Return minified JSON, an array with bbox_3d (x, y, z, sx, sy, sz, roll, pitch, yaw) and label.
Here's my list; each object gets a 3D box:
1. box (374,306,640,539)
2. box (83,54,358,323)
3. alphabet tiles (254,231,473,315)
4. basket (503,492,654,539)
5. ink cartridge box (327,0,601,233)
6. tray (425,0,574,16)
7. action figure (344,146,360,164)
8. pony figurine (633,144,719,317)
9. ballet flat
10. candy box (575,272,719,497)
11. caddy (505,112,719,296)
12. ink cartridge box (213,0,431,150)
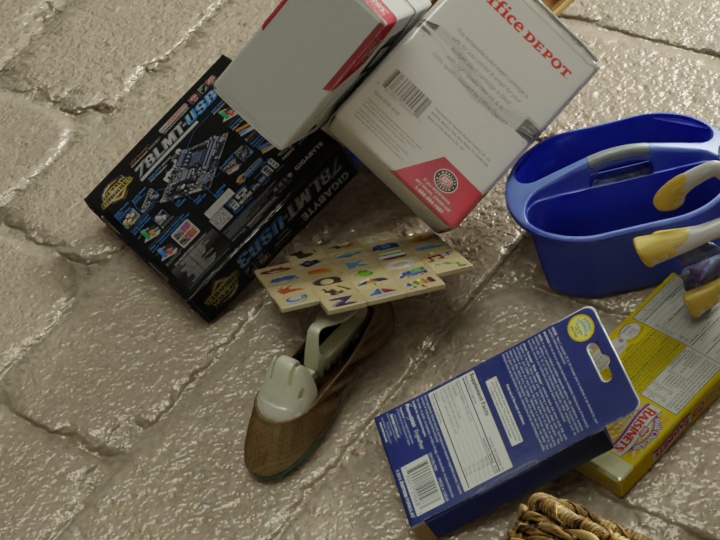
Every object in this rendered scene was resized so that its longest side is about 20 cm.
[{"bbox_3d":[0.116,0.119,1.329,0.199,0.032,0.122,-29,43,9],"label":"box"},{"bbox_3d":[-0.133,-0.080,1.581,0.200,0.050,0.198,-47,48,-6],"label":"box"},{"bbox_3d":[0.000,0.000,1.458,0.165,0.006,0.200,-13,16,-10],"label":"alphabet tiles"},{"bbox_3d":[0.198,0.216,1.158,0.199,0.143,0.149,22,55,32],"label":"basket"},{"bbox_3d":[0.090,-0.154,1.496,0.146,0.085,0.200,43,83,-3],"label":"ink cartridge box"},{"bbox_3d":[0.132,-0.259,1.623,0.200,0.099,0.037,-45,12,-31],"label":"tray"},{"bbox_3d":[0.034,-0.142,1.598,0.198,0.100,0.065,0,19,12],"label":"action figure"},{"bbox_3d":[0.331,-0.040,1.331,0.199,0.193,0.167,-27,52,20],"label":"pony figurine"},{"bbox_3d":[-0.038,0.080,1.412,0.068,0.073,0.200,22,55,31],"label":"ballet flat"},{"bbox_3d":[0.231,0.087,1.364,0.102,0.027,0.200,31,60,35],"label":"candy box"},{"bbox_3d":[0.225,-0.066,1.462,0.199,0.105,0.142,-13,44,2],"label":"caddy"},{"bbox_3d":[-0.027,-0.197,1.476,0.083,0.145,0.200,42,19,2],"label":"ink cartridge box"}]
